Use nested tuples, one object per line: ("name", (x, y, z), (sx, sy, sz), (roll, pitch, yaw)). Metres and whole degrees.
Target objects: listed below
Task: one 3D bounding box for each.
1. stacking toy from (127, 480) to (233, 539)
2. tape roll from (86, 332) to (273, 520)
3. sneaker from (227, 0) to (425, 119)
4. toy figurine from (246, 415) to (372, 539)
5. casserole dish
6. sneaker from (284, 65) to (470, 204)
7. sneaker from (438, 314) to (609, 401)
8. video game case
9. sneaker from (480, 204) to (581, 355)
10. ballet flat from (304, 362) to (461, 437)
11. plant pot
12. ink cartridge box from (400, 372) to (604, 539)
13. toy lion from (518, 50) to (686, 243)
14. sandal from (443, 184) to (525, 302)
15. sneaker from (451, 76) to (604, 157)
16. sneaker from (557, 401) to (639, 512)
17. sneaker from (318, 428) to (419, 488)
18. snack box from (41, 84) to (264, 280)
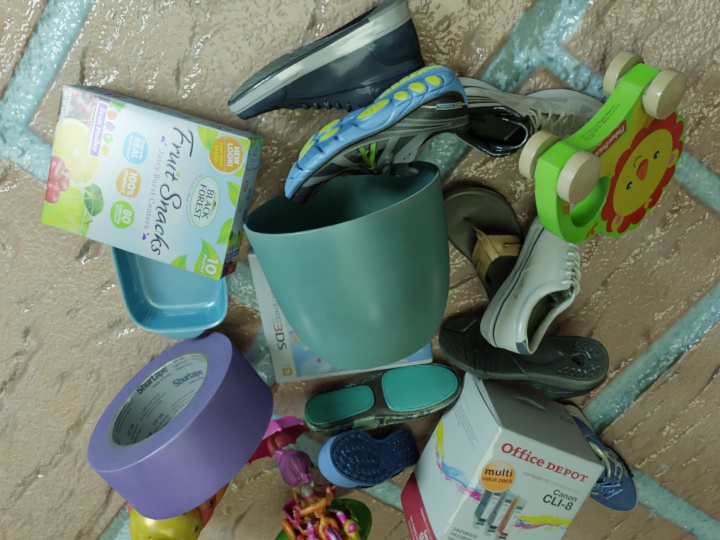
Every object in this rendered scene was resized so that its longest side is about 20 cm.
("stacking toy", (-0.232, 0.300, 0.963), (0.144, 0.201, 0.148), (-1, 120, -2))
("tape roll", (-0.201, 0.170, 0.894), (0.199, 0.201, 0.085), (-30, 117, 13))
("sneaker", (-0.019, -0.159, 0.793), (0.200, 0.077, 0.147), (-24, 115, 9))
("toy figurine", (-0.076, 0.273, 0.981), (0.149, 0.199, 0.186), (-30, 108, -19))
("casserole dish", (-0.211, -0.017, 0.883), (0.119, 0.039, 0.202), (-4, 120, -1))
("sneaker", (0.013, -0.111, 0.741), (0.198, 0.071, 0.083), (-27, 116, 17))
("sneaker", (0.193, 0.110, 0.950), (0.197, 0.077, 0.114), (7, 159, 17))
("video game case", (-0.019, 0.044, 0.936), (0.197, 0.022, 0.184), (-8, 119, 1))
("sneaker", (0.209, 0.003, 0.860), (0.073, 0.070, 0.202), (32, 86, -47))
("ballet flat", (0.029, 0.164, 0.988), (0.197, 0.075, 0.075), (-10, 119, 6))
("plant pot", (0.000, 0.000, 0.796), (0.198, 0.201, 0.163), (-14, 109, 5))
("ink cartridge box", (0.161, 0.250, 0.943), (0.144, 0.145, 0.202), (21, 105, -13))
("toy lion", (0.255, -0.101, 0.797), (0.200, 0.068, 0.193), (-42, 141, -14))
("sandal", (0.153, -0.011, 0.895), (0.081, 0.055, 0.201), (-24, 118, 10))
("sneaker", (0.173, -0.135, 0.794), (0.198, 0.116, 0.077), (7, 119, -7))
("sneaker", (0.304, 0.263, 1.041), (0.075, 0.077, 0.200), (-38, 114, 16))
("sneaker", (-0.003, 0.236, 0.967), (0.077, 0.071, 0.199), (-31, 157, 25))
("snack box", (-0.208, -0.090, 0.788), (0.198, 0.053, 0.144), (17, 105, 7))
